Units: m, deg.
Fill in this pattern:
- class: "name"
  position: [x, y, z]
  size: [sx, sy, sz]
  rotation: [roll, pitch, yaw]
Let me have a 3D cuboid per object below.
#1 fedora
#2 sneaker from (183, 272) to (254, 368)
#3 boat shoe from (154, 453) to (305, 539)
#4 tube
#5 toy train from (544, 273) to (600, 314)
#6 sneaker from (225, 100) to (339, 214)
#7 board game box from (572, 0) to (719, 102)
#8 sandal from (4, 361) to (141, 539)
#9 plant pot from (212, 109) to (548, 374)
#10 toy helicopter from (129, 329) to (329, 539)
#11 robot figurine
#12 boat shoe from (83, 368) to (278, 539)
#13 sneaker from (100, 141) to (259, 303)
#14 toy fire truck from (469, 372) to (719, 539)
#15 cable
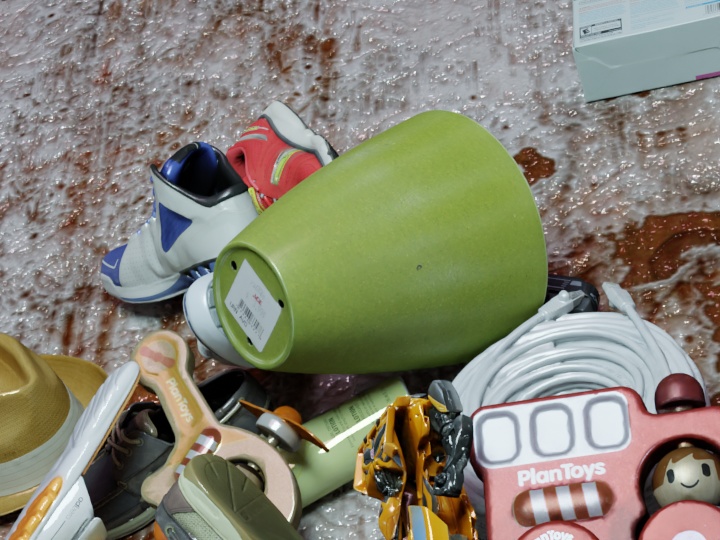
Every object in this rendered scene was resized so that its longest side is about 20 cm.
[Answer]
- class: "fedora"
  position: [-0.289, 0.107, 1.824]
  size: [0.199, 0.082, 0.201]
  rotation: [-13, 38, 10]
- class: "sneaker"
  position: [-0.093, 0.045, 1.751]
  size: [0.070, 0.200, 0.074]
  rotation: [-16, 77, 19]
- class: "boat shoe"
  position: [-0.058, 0.213, 1.545]
  size: [0.066, 0.201, 0.072]
  rotation: [-46, -12, 28]
- class: "tube"
  position: [-0.047, 0.144, 1.691]
  size: [0.199, 0.052, 0.058]
  rotation: [-28, 6, 0]
- class: "toy train"
  position: [0.095, 0.011, 1.798]
  size: [0.199, 0.034, 0.046]
  rotation: [9, 42, 34]
- class: "sneaker"
  position: [-0.054, -0.068, 1.953]
  size: [0.085, 0.077, 0.200]
  rotation: [-39, 32, -5]
- class: "board game box"
  position: [0.256, -0.239, 2.011]
  size: [0.146, 0.065, 0.201]
  rotation: [-10, 39, 13]
- class: "sandal"
  position: [-0.196, 0.163, 1.649]
  size: [0.208, 0.059, 0.079]
  rotation: [-58, 10, -9]
- class: "plant pot"
  position: [0.000, 0.000, 1.679]
  size: [0.199, 0.189, 0.186]
  rotation: [-20, 30, -37]
- class: "toy helicopter"
  position: [-0.102, 0.117, 1.656]
  size: [0.132, 0.079, 0.201]
  rotation: [-32, 58, 2]
- class: "robot figurine"
  position: [0.037, 0.171, 1.509]
  size: [0.058, 0.145, 0.202]
  rotation: [3, 60, -17]
- class: "boat shoe"
  position: [-0.156, 0.130, 1.738]
  size: [0.199, 0.074, 0.075]
  rotation: [-29, 37, -11]
- class: "sneaker"
  position: [-0.137, -0.042, 1.871]
  size: [0.080, 0.116, 0.199]
  rotation: [-25, 11, -37]
- class: "toy fire truck"
  position: [0.169, 0.148, 1.473]
  size: [0.198, 0.112, 0.169]
  rotation: [-10, 65, 12]
- class: "cable"
  position: [0.144, 0.113, 1.618]
  size: [0.199, 0.070, 0.200]
  rotation: [-30, 38, -10]
